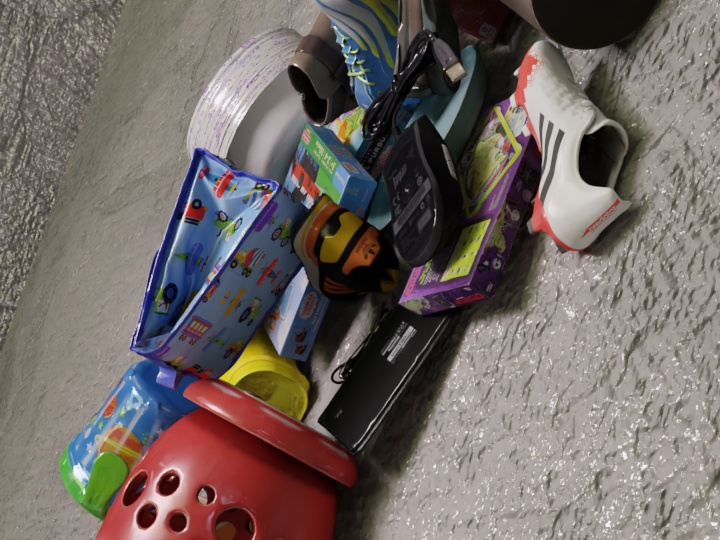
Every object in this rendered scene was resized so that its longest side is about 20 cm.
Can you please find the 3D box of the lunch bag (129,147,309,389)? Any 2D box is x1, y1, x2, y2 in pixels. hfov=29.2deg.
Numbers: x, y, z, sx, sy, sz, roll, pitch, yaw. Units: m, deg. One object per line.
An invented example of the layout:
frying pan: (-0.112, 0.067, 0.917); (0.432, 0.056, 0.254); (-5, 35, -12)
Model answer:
lunch bag: (-0.127, 0.015, 1.241); (0.202, 0.093, 0.151); (-65, -19, -5)

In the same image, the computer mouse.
computer mouse: (0.065, -0.107, 1.170); (0.141, 0.046, 0.202); (-56, 35, 36)

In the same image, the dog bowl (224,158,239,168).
dog bowl: (-0.149, -0.012, 1.463); (0.201, 0.073, 0.202); (-53, 24, 36)

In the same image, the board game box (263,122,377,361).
board game box: (-0.055, -0.031, 1.426); (0.202, 0.036, 0.151); (-69, 27, 18)

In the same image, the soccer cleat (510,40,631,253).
soccer cleat: (0.167, -0.107, 1.066); (0.085, 0.068, 0.202); (-34, 41, 39)

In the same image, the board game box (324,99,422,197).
board game box: (-0.003, -0.146, 1.510); (0.201, 0.046, 0.151); (-60, 23, 19)

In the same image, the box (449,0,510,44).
box: (0.122, -0.331, 1.321); (0.202, 0.095, 0.100); (-63, 15, 12)

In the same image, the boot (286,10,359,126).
boot: (-0.021, -0.246, 1.375); (0.070, 0.201, 0.147); (22, 58, 34)

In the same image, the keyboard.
keyboard: (0.040, 0.068, 1.216); (0.201, 0.040, 0.104); (-54, 32, -1)

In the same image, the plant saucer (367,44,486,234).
plant saucer: (0.067, -0.118, 1.307); (0.201, 0.027, 0.201); (-59, 12, 20)

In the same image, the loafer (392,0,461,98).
loafer: (0.048, -0.256, 1.246); (0.062, 0.072, 0.203); (-6, 88, 28)

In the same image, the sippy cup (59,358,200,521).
sippy cup: (-0.207, 0.163, 1.346); (0.131, 0.138, 0.178); (-59, 30, 20)

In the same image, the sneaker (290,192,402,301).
sneaker: (0.000, 0.000, 1.283); (0.070, 0.090, 0.200); (-54, -20, -7)

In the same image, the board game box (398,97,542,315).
board game box: (0.106, -0.061, 1.169); (0.120, 0.032, 0.202); (-12, 50, 59)

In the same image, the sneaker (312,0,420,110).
sneaker: (0.014, -0.210, 1.325); (0.075, 0.199, 0.106); (20, 92, 42)

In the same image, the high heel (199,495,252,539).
high heel: (-0.159, 0.254, 1.466); (0.200, 0.066, 0.097); (123, 149, -57)

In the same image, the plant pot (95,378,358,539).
plant pot: (-0.110, 0.209, 1.232); (0.184, 0.199, 0.200); (-62, 21, -9)

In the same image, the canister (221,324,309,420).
canister: (-0.127, 0.117, 1.497); (0.150, 0.086, 0.201); (-59, 22, 21)

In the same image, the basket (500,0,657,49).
basket: (0.164, -0.277, 1.145); (0.181, 0.135, 0.201); (-51, 30, 23)

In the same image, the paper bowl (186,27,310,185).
paper bowl: (-0.099, -0.172, 1.607); (0.201, 0.104, 0.201); (-44, -21, -22)
